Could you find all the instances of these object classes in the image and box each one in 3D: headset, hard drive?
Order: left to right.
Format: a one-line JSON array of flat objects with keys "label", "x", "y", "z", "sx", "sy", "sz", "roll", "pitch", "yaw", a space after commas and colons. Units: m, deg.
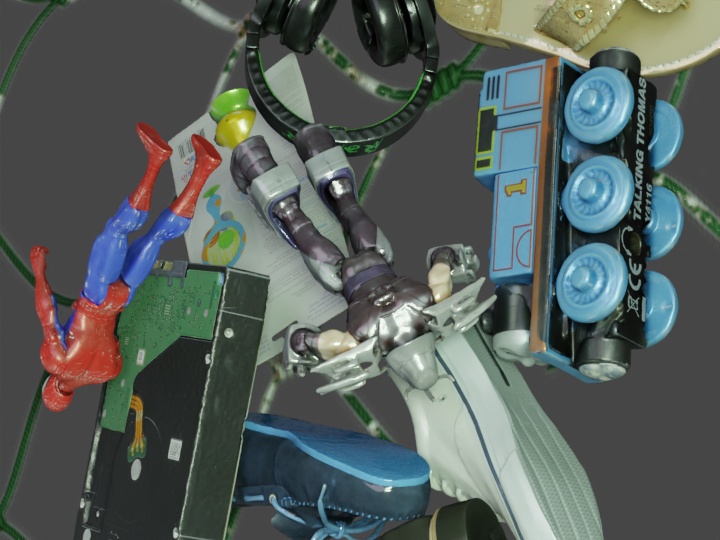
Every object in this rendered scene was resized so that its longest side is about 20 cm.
[{"label": "hard drive", "x": -0.118, "y": 0.095, "z": 1.301, "sx": 0.139, "sy": 0.038, "sz": 0.202, "roll": 3, "pitch": 83, "yaw": 57}, {"label": "headset", "x": -0.009, "y": -0.166, "z": 1.359, "sx": 0.122, "sy": 0.094, "sz": 0.202, "roll": 8, "pitch": 72, "yaw": -2}]

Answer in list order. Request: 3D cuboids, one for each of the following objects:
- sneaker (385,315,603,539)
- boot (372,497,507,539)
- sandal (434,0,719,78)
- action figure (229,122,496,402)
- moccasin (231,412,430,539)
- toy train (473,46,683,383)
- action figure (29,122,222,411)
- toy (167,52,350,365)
[{"label": "sneaker", "x": 0.076, "y": 0.109, "z": 1.216, "sx": 0.071, "sy": 0.073, "sz": 0.201, "roll": -45, "pitch": 47, "yaw": 23}, {"label": "boot", "x": 0.035, "y": 0.239, "z": 1.161, "sx": 0.137, "sy": 0.077, "sz": 0.202, "roll": -19, "pitch": 81, "yaw": 25}, {"label": "sandal", "x": 0.127, "y": -0.169, "z": 1.286, "sx": 0.210, "sy": 0.070, "sz": 0.078, "roll": 9, "pitch": 76, "yaw": 33}, {"label": "action figure", "x": 0.000, "y": 0.000, "z": 1.227, "sx": 0.129, "sy": 0.070, "sz": 0.201, "roll": -21, "pitch": 56, "yaw": -16}, {"label": "moccasin", "x": -0.021, "y": 0.130, "z": 1.248, "sx": 0.200, "sy": 0.080, "sz": 0.069, "roll": 10, "pitch": 95, "yaw": 61}, {"label": "toy train", "x": 0.124, "y": -0.031, "z": 1.229, "sx": 0.114, "sy": 0.086, "sz": 0.202, "roll": -9, "pitch": 69, "yaw": 38}, {"label": "action figure", "x": -0.163, "y": -0.009, "z": 1.315, "sx": 0.099, "sy": 0.065, "sz": 0.201, "roll": 47, "pitch": 118, "yaw": 45}, {"label": "toy", "x": -0.056, "y": -0.029, "z": 1.354, "sx": 0.115, "sy": 0.047, "sz": 0.201, "roll": -32, "pitch": 55, "yaw": 24}]
